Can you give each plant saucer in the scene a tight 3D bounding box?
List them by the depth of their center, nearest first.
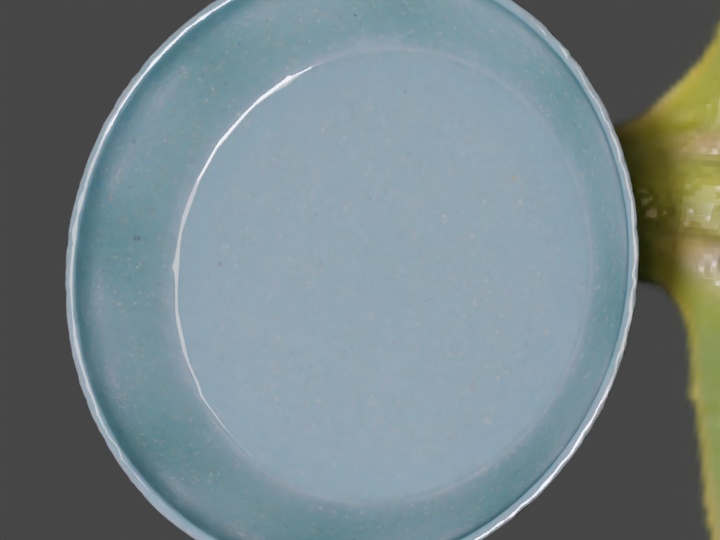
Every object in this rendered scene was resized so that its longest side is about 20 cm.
[{"bbox_3d":[0.000,0.000,0.935,0.200,0.036,0.200,-3,83,24],"label":"plant saucer"}]
